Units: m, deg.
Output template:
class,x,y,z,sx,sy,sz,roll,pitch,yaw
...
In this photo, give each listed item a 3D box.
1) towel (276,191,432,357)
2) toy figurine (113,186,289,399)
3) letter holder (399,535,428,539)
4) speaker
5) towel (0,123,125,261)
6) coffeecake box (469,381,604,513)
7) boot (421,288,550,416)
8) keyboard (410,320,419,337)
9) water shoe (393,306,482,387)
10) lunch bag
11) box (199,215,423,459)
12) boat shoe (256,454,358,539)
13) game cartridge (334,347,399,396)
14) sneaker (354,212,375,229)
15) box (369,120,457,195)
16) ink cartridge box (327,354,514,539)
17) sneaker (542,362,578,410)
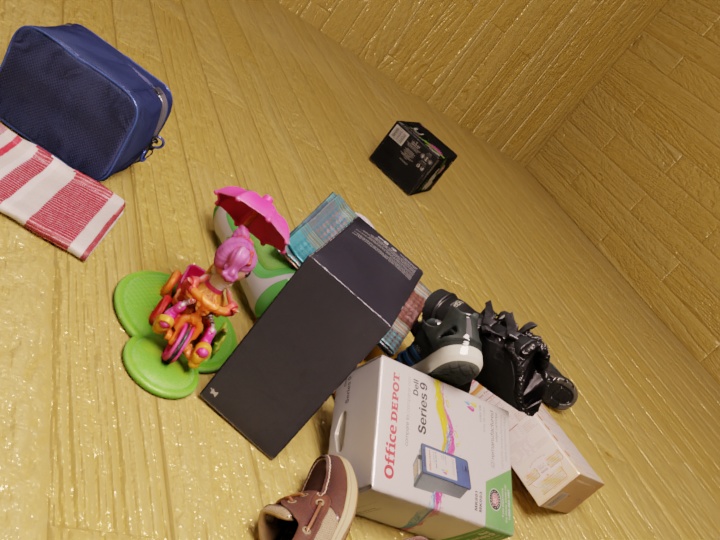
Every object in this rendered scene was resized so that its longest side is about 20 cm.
class,x,y,z,sx,sy,sz,roll,pitch,yaw
towel,0.000,0.000,0.920,0.200,0.022,0.147,44,43,-4
toy figurine,-0.150,0.003,0.729,0.150,0.184,0.200,33,23,-16
letter holder,0.073,0.330,0.577,0.142,0.101,0.200,14,33,-51
speaker,-0.129,-0.018,0.936,0.088,0.089,0.201,16,32,-45
towel,-0.369,-0.099,0.791,0.199,0.023,0.144,34,23,-16
coffeecake box,0.243,0.237,1.021,0.153,0.073,0.201,34,18,-53
boot,0.152,0.125,0.875,0.073,0.200,0.162,-30,40,-30
keyboard,0.086,0.116,1.018,0.201,0.039,0.104,60,1,-25
water shoe,0.086,0.100,0.841,0.071,0.200,0.080,18,66,-19
lunch bag,-0.338,-0.215,0.905,0.199,0.136,0.133,37,22,-8
box,-0.045,0.064,0.759,0.104,0.200,0.182,40,22,2
boat shoe,-0.054,0.223,0.619,0.072,0.072,0.200,36,27,-10
game cartridge,0.038,0.176,0.913,0.175,0.032,0.201,21,31,-40
sneaker,-0.017,0.025,1.023,0.075,0.114,0.202,9,58,-30
box,0.141,-0.294,1.847,0.148,0.125,0.200,44,21,10
ink cartridge box,0.068,0.200,0.774,0.199,0.087,0.146,27,50,-26
sneaker,0.307,0.180,1.303,0.200,0.075,0.079,42,7,-13
